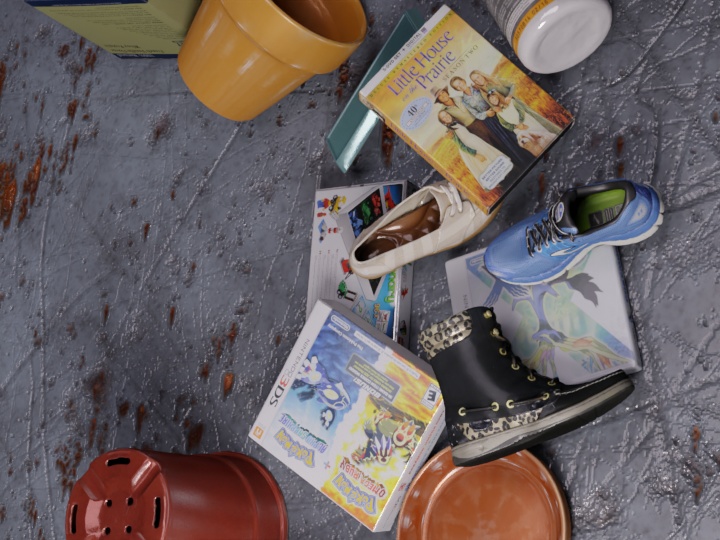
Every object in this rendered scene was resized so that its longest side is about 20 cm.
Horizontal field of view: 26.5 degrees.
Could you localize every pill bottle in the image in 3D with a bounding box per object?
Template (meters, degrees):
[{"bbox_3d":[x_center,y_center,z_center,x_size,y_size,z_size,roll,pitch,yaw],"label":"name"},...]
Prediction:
[{"bbox_3d":[0.188,-0.328,1.713,0.116,0.116,0.201,-37,60,17],"label":"pill bottle"}]

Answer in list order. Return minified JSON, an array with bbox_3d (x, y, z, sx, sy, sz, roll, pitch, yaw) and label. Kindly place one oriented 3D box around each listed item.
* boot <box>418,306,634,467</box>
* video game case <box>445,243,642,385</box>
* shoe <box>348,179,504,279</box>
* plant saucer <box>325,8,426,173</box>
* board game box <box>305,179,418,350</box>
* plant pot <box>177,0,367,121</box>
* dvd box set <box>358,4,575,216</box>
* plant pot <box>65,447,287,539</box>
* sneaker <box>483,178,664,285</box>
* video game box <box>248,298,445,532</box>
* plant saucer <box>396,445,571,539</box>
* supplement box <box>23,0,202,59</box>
[{"bbox_3d":[0.166,0.101,1.583,0.202,0.073,0.155,-24,72,12],"label":"boot"},{"bbox_3d":[0.193,0.046,1.650,0.198,0.022,0.184,-19,66,26],"label":"video game case"},{"bbox_3d":[0.074,-0.053,1.712,0.199,0.053,0.070,-31,71,1],"label":"shoe"},{"bbox_3d":[0.018,-0.213,1.799,0.201,0.019,0.070,-56,31,22],"label":"plant saucer"},{"bbox_3d":[0.000,0.000,1.778,0.125,0.035,0.202,-4,73,30],"label":"board game box"},{"bbox_3d":[-0.123,-0.287,1.864,0.183,0.199,0.201,-44,56,31],"label":"plant pot"},{"bbox_3d":[0.117,-0.180,1.698,0.200,0.029,0.146,43,81,12],"label":"dvd box set"},{"bbox_3d":[-0.216,0.288,1.727,0.199,0.195,0.203,-10,70,29],"label":"plant pot"},{"bbox_3d":[0.212,-0.050,1.601,0.199,0.089,0.079,-26,61,24],"label":"sneaker"},{"bbox_3d":[-0.008,0.159,1.704,0.199,0.047,0.184,33,103,28],"label":"video game box"},{"bbox_3d":[0.130,0.278,1.612,0.198,0.032,0.203,-11,69,30],"label":"plant saucer"},{"bbox_3d":[-0.285,-0.371,1.972,0.198,0.199,0.136,5,78,33],"label":"supplement box"}]
